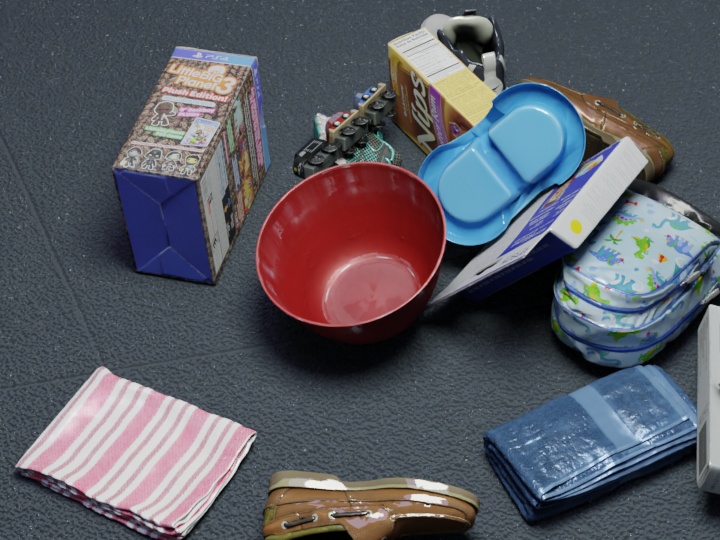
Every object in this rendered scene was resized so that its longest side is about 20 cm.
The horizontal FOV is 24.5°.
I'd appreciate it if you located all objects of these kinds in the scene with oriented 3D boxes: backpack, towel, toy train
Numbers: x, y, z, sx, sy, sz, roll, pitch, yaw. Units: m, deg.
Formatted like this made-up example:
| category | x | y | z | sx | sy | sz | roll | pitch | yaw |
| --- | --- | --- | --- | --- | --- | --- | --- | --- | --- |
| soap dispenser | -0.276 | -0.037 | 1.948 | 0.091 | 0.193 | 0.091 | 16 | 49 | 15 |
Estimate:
| category | x | y | z | sx | sy | sz | roll | pitch | yaw |
| --- | --- | --- | --- | --- | --- | --- | --- | --- | --- |
| backpack | 0.275 | 0.006 | 1.685 | 0.163 | 0.154 | 0.200 | 33 | 70 | 23 |
| towel | -0.220 | 0.175 | 1.626 | 0.199 | 0.030 | 0.147 | 20 | 51 | 22 |
| toy train | -0.016 | -0.153 | 1.826 | 0.046 | 0.034 | 0.200 | 15 | 37 | 26 |
| towel | 0.224 | 0.158 | 1.593 | 0.199 | 0.049 | 0.112 | -22 | 48 | -15 |

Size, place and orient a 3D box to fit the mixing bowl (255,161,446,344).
| category | x | y | z | sx | sy | sz | roll | pitch | yaw |
| --- | --- | --- | --- | --- | --- | --- | --- | --- | --- |
| mixing bowl | 0.000 | 0.000 | 1.706 | 0.199 | 0.109 | 0.201 | -7 | 55 | 10 |

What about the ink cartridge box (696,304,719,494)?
| category | x | y | z | sx | sy | sz | roll | pitch | yaw |
| --- | --- | --- | --- | --- | --- | --- | --- | --- | --- |
| ink cartridge box | 0.408 | 0.136 | 1.578 | 0.172 | 0.044 | 0.201 | 12 | 48 | -1 |

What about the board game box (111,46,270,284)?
| category | x | y | z | sx | sy | sz | roll | pitch | yaw |
| --- | --- | --- | --- | --- | --- | --- | --- | --- | --- |
| board game box | -0.179 | -0.115 | 1.806 | 0.096 | 0.160 | 0.201 | 9 | 47 | 13 |

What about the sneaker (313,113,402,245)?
| category | x | y | z | sx | sy | sz | roll | pitch | yaw |
| --- | --- | --- | --- | --- | --- | --- | --- | --- | --- |
| sneaker | 0.006 | -0.109 | 1.847 | 0.091 | 0.078 | 0.201 | -8 | 48 | -9 |

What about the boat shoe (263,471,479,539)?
| category | x | y | z | sx | sy | sz | roll | pitch | yaw |
| --- | --- | --- | --- | --- | --- | --- | --- | --- | --- |
| boat shoe | 0.009 | 0.233 | 1.526 | 0.198 | 0.072 | 0.068 | 0 | 58 | 13 |

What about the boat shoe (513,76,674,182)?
| category | x | y | z | sx | sy | sz | roll | pitch | yaw |
| --- | --- | --- | --- | --- | --- | --- | --- | --- | --- |
| boat shoe | 0.263 | -0.162 | 1.883 | 0.200 | 0.072 | 0.068 | 38 | 55 | 22 |

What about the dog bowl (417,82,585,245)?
| category | x | y | z | sx | sy | sz | roll | pitch | yaw |
| --- | --- | --- | --- | --- | --- | --- | --- | --- | --- |
| dog bowl | 0.149 | -0.113 | 1.729 | 0.112 | 0.200 | 0.050 | 50 | 21 | 1 |

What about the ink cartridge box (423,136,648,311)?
| category | x | y | z | sx | sy | sz | roll | pitch | yaw |
| --- | --- | --- | --- | --- | --- | --- | --- | --- | --- |
| ink cartridge box | 0.179 | -0.033 | 1.690 | 0.047 | 0.197 | 0.200 | 46 | 59 | -8 |

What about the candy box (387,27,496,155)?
| category | x | y | z | sx | sy | sz | roll | pitch | yaw |
| --- | --- | --- | --- | --- | --- | --- | --- | --- | --- |
| candy box | 0.106 | -0.169 | 1.864 | 0.056 | 0.117 | 0.200 | -25 | 49 | -18 |

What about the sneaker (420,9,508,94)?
| category | x | y | z | sx | sy | sz | roll | pitch | yaw |
| --- | --- | --- | --- | --- | --- | --- | --- | --- | --- |
| sneaker | 0.121 | -0.272 | 1.949 | 0.079 | 0.130 | 0.200 | -11 | 47 | -7 |
